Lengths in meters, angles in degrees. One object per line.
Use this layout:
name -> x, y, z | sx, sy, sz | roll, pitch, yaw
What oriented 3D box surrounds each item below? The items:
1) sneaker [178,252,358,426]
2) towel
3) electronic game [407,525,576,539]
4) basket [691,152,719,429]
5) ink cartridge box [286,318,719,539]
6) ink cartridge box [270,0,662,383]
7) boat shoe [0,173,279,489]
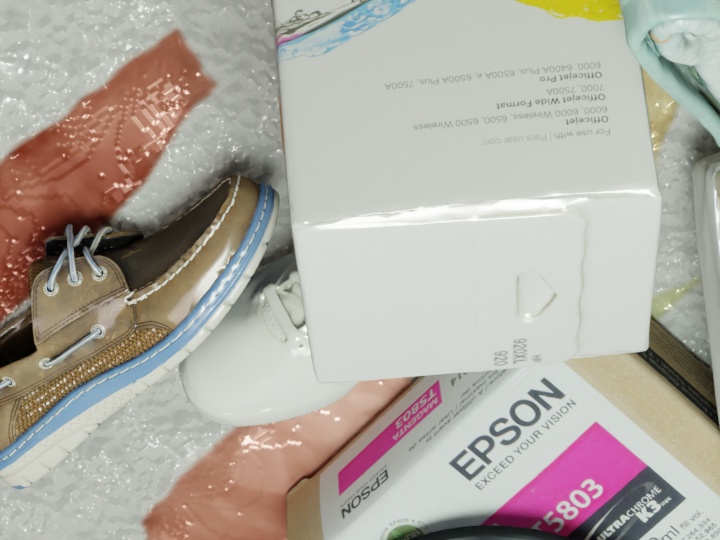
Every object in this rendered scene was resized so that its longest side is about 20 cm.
sneaker -> 0.000, 0.000, 1.241 | 0.200, 0.075, 0.089 | -28, 158, 4
towel -> 0.125, -0.148, 1.080 | 0.048, 0.200, 0.172 | -15, 75, 14
electronic game -> 0.068, 0.206, 1.301 | 0.199, 0.042, 0.201 | 4, 119, 7
basket -> 0.238, 0.039, 1.213 | 0.135, 0.123, 0.201 | -11, 98, -13
ink cartridge box -> 0.088, 0.114, 1.318 | 0.165, 0.075, 0.200 | 39, 111, -20
ink cartridge box -> 0.039, -0.076, 1.123 | 0.144, 0.201, 0.147 | -6, 153, 1
boat shoe -> -0.121, 0.019, 1.264 | 0.072, 0.072, 0.200 | 40, 110, -18
